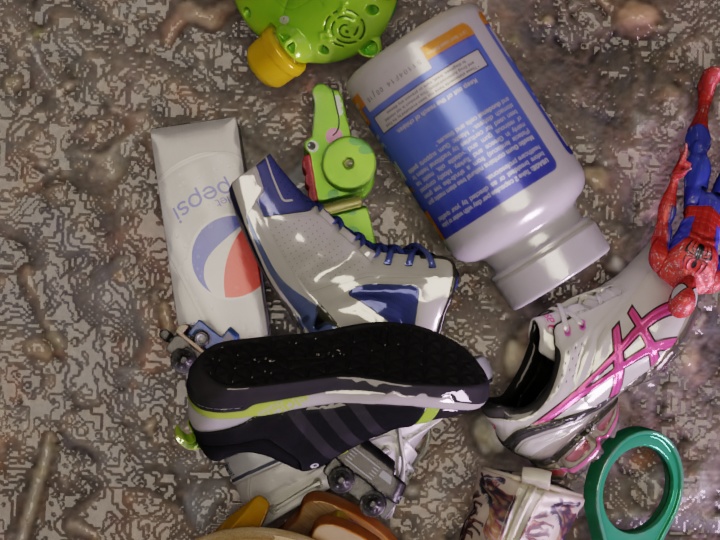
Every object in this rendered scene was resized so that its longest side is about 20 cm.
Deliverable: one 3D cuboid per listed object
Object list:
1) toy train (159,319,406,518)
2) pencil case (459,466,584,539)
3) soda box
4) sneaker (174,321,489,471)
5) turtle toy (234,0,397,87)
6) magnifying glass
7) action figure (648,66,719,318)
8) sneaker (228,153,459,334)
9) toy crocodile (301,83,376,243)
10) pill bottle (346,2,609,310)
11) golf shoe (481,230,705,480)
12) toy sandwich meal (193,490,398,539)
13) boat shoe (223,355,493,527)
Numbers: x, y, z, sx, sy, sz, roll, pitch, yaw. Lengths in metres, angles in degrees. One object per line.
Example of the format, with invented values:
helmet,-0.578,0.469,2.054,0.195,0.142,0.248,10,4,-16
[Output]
toy train,-0.051,0.095,1.174,0.200,0.034,0.046,37,88,-2
pencil case,0.090,0.231,1.211,0.078,0.089,0.200,21,87,-1
soda box,-0.103,-0.004,1.226,0.063,0.068,0.200,-8,87,-2
sneaker,-0.019,0.086,1.107,0.200,0.072,0.083,0,124,-8
turtle toy,-0.041,-0.233,1.217,0.146,0.101,0.200,-35,85,23
magnifying glass,0.189,0.211,1.237,0.079,0.022,0.200,6,95,-30
action figure,0.243,-0.053,1.208,0.065,0.052,0.200,22,63,-5
sneaker,0.000,0.001,1.163,0.115,0.081,0.200,-31,96,-5
toy crocodile,-0.012,-0.033,1.229,0.062,0.068,0.200,-12,88,-2
pill bottle,0.087,-0.076,1.212,0.112,0.112,0.200,-32,89,-2
golf shoe,0.168,0.048,1.215,0.092,0.073,0.200,38,86,-28
toy sandwich meal,-0.054,0.241,1.209,0.205,0.070,0.205,4,118,8
boat shoe,0.010,0.131,1.220,0.202,0.075,0.086,-24,88,1
